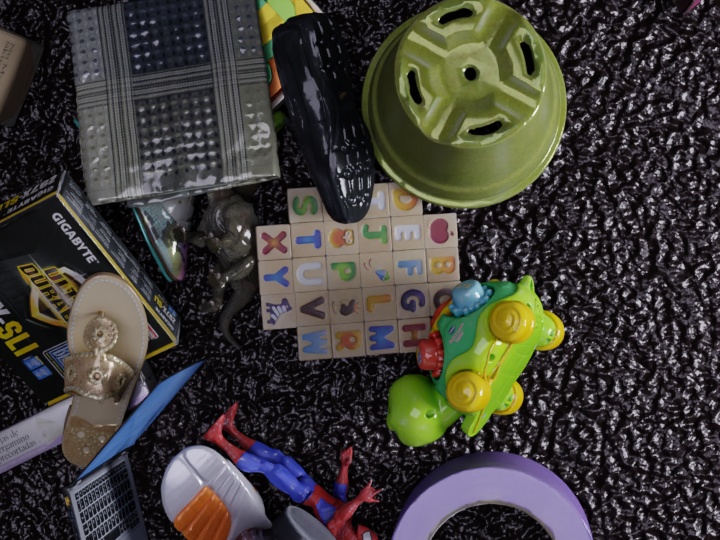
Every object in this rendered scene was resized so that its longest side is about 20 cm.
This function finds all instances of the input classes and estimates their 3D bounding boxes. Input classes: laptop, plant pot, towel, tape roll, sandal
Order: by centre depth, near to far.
[{"bbox_3d":[0.096,-0.164,1.228,0.199,0.184,0.202,0,87,3],"label":"plant pot"},{"bbox_3d":[-0.245,0.111,1.282,0.077,0.070,0.213,8,118,-13],"label":"sandal"},{"bbox_3d":[-0.195,0.202,1.285,0.115,0.187,0.201,-14,91,7],"label":"laptop"},{"bbox_3d":[-0.179,-0.164,1.295,0.191,0.035,0.201,-8,81,3],"label":"towel"},{"bbox_3d":[0.127,0.281,1.309,0.199,0.085,0.201,0,93,7],"label":"tape roll"},{"bbox_3d":[-0.126,0.251,1.344,0.079,0.059,0.207,-36,114,0],"label":"sandal"}]

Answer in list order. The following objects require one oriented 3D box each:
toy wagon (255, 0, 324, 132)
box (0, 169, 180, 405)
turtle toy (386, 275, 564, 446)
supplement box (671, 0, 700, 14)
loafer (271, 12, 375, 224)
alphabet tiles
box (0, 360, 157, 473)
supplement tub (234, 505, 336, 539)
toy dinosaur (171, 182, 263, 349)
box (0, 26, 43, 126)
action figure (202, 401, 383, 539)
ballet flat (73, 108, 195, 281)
[{"bbox_3d":[-0.125,-0.203,1.332,0.200,0.040,0.155,-42,88,6],"label":"toy wagon"},{"bbox_3d":[-0.293,0.021,1.301,0.159,0.049,0.200,-24,122,16],"label":"box"},{"bbox_3d":[0.101,0.086,1.284,0.101,0.146,0.201,35,97,23],"label":"turtle toy"},{"bbox_3d":[0.293,-0.359,1.248,0.131,0.103,0.200,-37,88,6],"label":"supplement box"},{"bbox_3d":[-0.037,-0.142,1.286,0.070,0.068,0.202,-7,99,40],"label":"loafer"},{"bbox_3d":[0.000,0.000,1.318,0.199,0.006,0.167,-4,92,-11],"label":"alphabet tiles"},{"bbox_3d":[-0.298,0.151,1.368,0.199,0.041,0.039,-26,91,8],"label":"box"},{"bbox_3d":[-0.106,0.320,1.284,0.107,0.107,0.200,41,97,3],"label":"supplement tub"},{"bbox_3d":[-0.120,-0.020,1.318,0.077,0.102,0.201,-1,114,44],"label":"toy dinosaur"},{"bbox_3d":[-0.379,-0.196,1.278,0.077,0.200,0.095,23,96,4],"label":"box"},{"bbox_3d":[-0.047,0.192,1.328,0.200,0.065,0.099,42,110,2],"label":"action figure"},{"bbox_3d":[-0.207,-0.088,1.336,0.071,0.069,0.201,-31,86,0],"label":"ballet flat"}]
